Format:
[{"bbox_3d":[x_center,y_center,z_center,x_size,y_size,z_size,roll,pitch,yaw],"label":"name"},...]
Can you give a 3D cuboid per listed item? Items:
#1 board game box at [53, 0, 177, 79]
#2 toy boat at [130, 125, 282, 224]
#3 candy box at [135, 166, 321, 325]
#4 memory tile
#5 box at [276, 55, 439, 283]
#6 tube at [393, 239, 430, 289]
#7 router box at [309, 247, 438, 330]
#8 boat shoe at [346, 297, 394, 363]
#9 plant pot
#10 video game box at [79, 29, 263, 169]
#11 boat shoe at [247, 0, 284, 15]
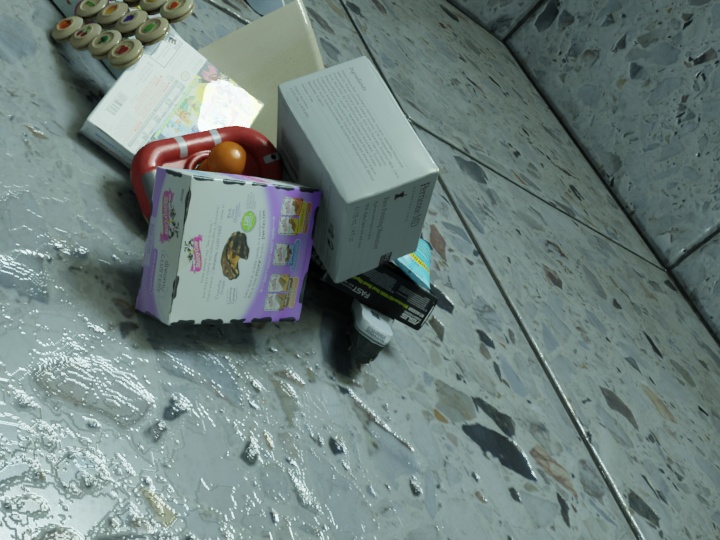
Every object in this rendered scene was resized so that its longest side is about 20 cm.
[{"bbox_3d":[-0.374,-0.387,1.471,0.200,0.064,0.147,50,24,7],"label":"board game box"},{"bbox_3d":[-0.184,-0.125,1.207,0.200,0.131,0.131,-20,87,-37],"label":"toy boat"},{"bbox_3d":[-0.151,-0.027,1.107,0.071,0.168,0.200,19,11,42],"label":"candy box"},{"bbox_3d":[-0.335,-0.354,1.326,0.200,0.153,0.017,28,-24,37],"label":"memory tile"},{"bbox_3d":[-0.013,-0.128,1.227,0.130,0.199,0.200,-22,65,-17],"label":"box"},{"bbox_3d":[0.076,-0.013,1.401,0.077,0.050,0.200,37,10,-1],"label":"tube"},{"bbox_3d":[0.000,0.000,1.405,0.200,0.062,0.150,29,7,-35],"label":"router box"},{"bbox_3d":[0.007,0.083,1.349,0.069,0.057,0.200,32,7,-3],"label":"boat shoe"},{"bbox_3d":[-0.145,-0.276,1.472,0.177,0.200,0.200,62,-6,-5],"label":"plant pot"},{"bbox_3d":[-0.253,-0.210,1.297,0.182,0.047,0.200,37,58,-15],"label":"video game box"},{"bbox_3d":[-0.244,-0.629,2.061,0.200,0.070,0.066,35,27,-6],"label":"boat shoe"}]
